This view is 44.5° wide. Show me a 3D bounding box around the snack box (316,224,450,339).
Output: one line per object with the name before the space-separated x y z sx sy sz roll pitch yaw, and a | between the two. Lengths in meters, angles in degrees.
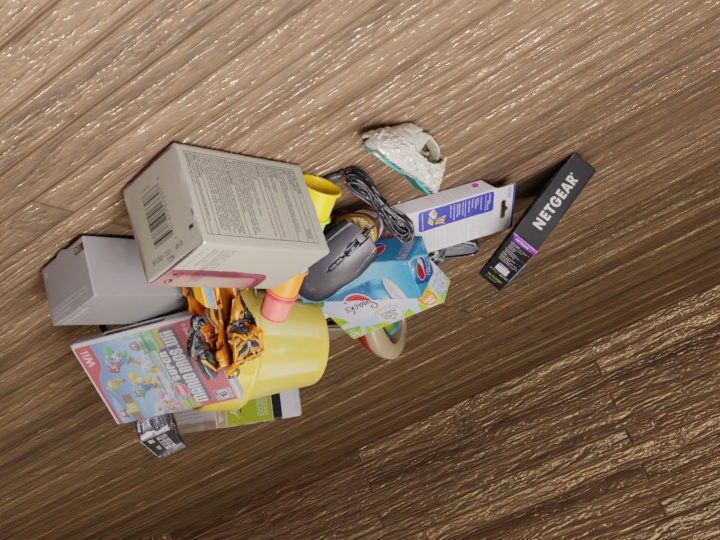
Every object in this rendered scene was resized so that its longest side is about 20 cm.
snack box | 0.019 0.020 1.379 0.200 0.053 0.142 -26 120 39

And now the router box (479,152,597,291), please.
router box | 0.281 -0.076 1.402 0.200 0.051 0.149 -50 175 -28

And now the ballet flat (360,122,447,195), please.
ballet flat | 0.061 -0.152 1.115 0.072 0.072 0.200 -26 163 16

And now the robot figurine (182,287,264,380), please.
robot figurine | -0.176 0.041 1.133 0.058 0.201 0.145 -8 -174 27

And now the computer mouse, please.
computer mouse | -0.040 -0.043 1.173 0.200 0.141 0.046 -34 -168 24

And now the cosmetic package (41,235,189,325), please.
cosmetic package | -0.296 0.016 1.145 0.107 0.091 0.200 -31 162 38

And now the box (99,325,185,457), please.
box | -0.340 0.182 1.379 0.050 0.201 0.158 -21 162 -10

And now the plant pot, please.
plant pot | -0.158 0.109 1.327 0.188 0.202 0.201 2 152 -29

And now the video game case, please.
video game case | -0.276 0.134 1.196 0.199 0.143 0.017 -14 -153 17

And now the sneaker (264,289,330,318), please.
sneaker | -0.135 0.076 1.492 0.198 0.080 0.130 -14 162 -18

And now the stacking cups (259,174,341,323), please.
stacking cups | -0.088 -0.026 1.154 0.060 0.060 0.201 -2 125 -44

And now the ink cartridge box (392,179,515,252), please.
ink cartridge box | 0.142 -0.082 1.364 0.199 0.037 0.095 -15 136 -10

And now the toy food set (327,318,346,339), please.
toy food set | -0.104 0.101 1.645 0.199 0.061 0.143 1 163 -45

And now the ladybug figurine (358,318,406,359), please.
ladybug figurine | 0.029 0.087 1.612 0.072 0.136 0.200 0 142 24

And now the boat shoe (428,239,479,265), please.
boat shoe | 0.113 -0.041 1.443 0.199 0.068 0.072 -5 156 -37

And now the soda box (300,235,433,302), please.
soda box | 0.000 0.000 1.284 0.199 0.068 0.064 -3 -145 29

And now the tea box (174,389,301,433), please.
tea box | -0.250 0.222 1.622 0.196 0.134 0.200 0 168 -43

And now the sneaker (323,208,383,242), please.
sneaker | -0.060 -0.039 1.260 0.199 0.075 0.090 -11 -167 20

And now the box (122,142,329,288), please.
box | -0.155 -0.057 1.027 0.109 0.128 0.200 -33 158 34
